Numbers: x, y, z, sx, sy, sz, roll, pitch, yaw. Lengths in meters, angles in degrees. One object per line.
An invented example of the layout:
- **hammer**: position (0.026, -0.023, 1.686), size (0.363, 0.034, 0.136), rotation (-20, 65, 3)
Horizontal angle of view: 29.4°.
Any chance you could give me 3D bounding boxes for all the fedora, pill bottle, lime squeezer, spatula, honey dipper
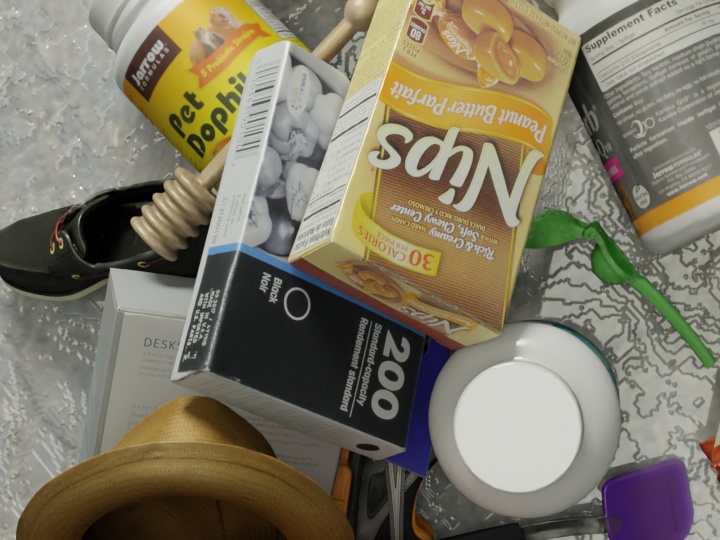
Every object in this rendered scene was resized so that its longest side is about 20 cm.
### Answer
- **fedora**: position (-0.095, 0.133, 0.767), size (0.199, 0.201, 0.082), rotation (-11, 47, 10)
- **pill bottle**: position (0.101, 0.086, 0.819), size (0.110, 0.200, 0.112), rotation (0, 89, 11)
- **lime squeezer**: position (0.144, 0.002, 0.896), size (0.198, 0.038, 0.071), rotation (18, 92, 10)
- **spatula**: position (0.120, 0.170, 0.885), size (0.198, 0.021, 0.057), rotation (-12, 94, 0)
- **pill bottle**: position (0.188, -0.122, 0.852), size (0.116, 0.116, 0.201), rotation (-26, 83, 9)
- **pill bottle**: position (-0.086, -0.121, 0.906), size (0.200, 0.109, 0.109), rotation (45, 97, 9)
- **honey dipper**: position (-0.059, -0.089, 0.830), size (0.038, 0.038, 0.200), rotation (44, 94, 9)

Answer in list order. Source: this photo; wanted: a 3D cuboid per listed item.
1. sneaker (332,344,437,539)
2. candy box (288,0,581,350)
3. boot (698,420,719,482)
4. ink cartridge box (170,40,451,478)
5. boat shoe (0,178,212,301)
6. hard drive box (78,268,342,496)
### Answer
- **sneaker**: position (0.024, 0.093, 0.902), size (0.076, 0.078, 0.202), rotation (10, 97, 3)
- **candy box**: position (0.046, -0.071, 0.777), size (0.115, 0.055, 0.202), rotation (28, 64, -21)
- **boot**: position (0.261, 0.147, 0.858), size (0.106, 0.075, 0.202), rotation (9, 82, 14)
- **ink cartridge box**: position (0.000, 0.000, 0.802), size (0.043, 0.199, 0.200), rotation (-9, 62, 48)
- **boat shoe**: position (-0.174, -0.024, 0.922), size (0.200, 0.063, 0.074), rotation (-3, 60, 28)
- **hard drive box**: position (-0.095, 0.113, 0.863), size (0.154, 0.077, 0.202), rotation (9, 106, -16)
